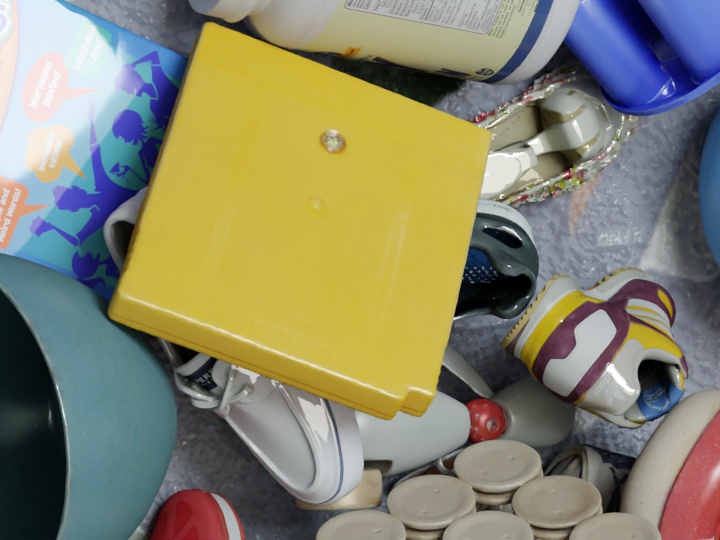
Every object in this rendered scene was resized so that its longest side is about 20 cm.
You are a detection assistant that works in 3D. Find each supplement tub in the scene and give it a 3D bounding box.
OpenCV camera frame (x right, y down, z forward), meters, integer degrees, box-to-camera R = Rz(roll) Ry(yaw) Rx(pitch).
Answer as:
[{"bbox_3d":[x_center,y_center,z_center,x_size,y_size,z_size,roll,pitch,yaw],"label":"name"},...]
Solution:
[{"bbox_3d":[0.013,-0.188,1.457,0.200,0.145,0.145,8,88,-22],"label":"supplement tub"}]

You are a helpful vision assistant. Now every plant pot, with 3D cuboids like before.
[{"bbox_3d":[-0.176,0.081,1.376,0.135,0.200,0.201,-8,94,-50],"label":"plant pot"}]

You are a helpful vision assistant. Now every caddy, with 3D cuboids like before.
[{"bbox_3d":[0.193,-0.180,1.517,0.105,0.141,0.200,43,52,-27],"label":"caddy"}]

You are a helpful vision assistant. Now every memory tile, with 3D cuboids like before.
[{"bbox_3d":[0.049,0.158,1.382,0.200,0.153,0.017,-24,123,-30],"label":"memory tile"}]

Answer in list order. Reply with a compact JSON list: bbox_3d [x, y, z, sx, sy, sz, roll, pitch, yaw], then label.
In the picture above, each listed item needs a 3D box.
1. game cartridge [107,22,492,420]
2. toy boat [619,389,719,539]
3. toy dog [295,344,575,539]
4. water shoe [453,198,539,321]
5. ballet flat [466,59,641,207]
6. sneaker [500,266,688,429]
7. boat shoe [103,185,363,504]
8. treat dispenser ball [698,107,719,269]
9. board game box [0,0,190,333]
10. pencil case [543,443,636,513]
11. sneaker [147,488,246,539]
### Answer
[{"bbox_3d":[-0.028,-0.026,1.391,0.176,0.032,0.200,21,52,-8],"label":"game cartridge"},{"bbox_3d":[0.215,0.168,1.451,0.130,0.130,0.200,8,101,21],"label":"toy boat"},{"bbox_3d":[0.021,0.090,1.509,0.200,0.096,0.132,24,78,-36],"label":"toy dog"},{"bbox_3d":[0.000,0.000,1.457,0.200,0.079,0.072,-9,117,3],"label":"water shoe"},{"bbox_3d":[0.100,-0.070,1.539,0.200,0.064,0.076,-31,100,-20],"label":"ballet flat"},{"bbox_3d":[0.152,0.052,1.502,0.090,0.200,0.075,43,109,18],"label":"sneaker"},{"bbox_3d":[-0.074,0.047,1.402,0.200,0.074,0.065,55,37,2],"label":"boat shoe"},{"bbox_3d":[0.302,-0.050,1.548,0.200,0.201,0.201,0,91,-22],"label":"treat dispenser ball"},{"bbox_3d":[-0.178,-0.071,1.434,0.200,0.045,0.152,23,82,-21],"label":"board game box"},{"bbox_3d":[0.193,0.166,1.572,0.200,0.078,0.090,17,86,-22],"label":"pencil case"},{"bbox_3d":[-0.130,0.181,1.397,0.115,0.078,0.200,30,37,-24],"label":"sneaker"}]
